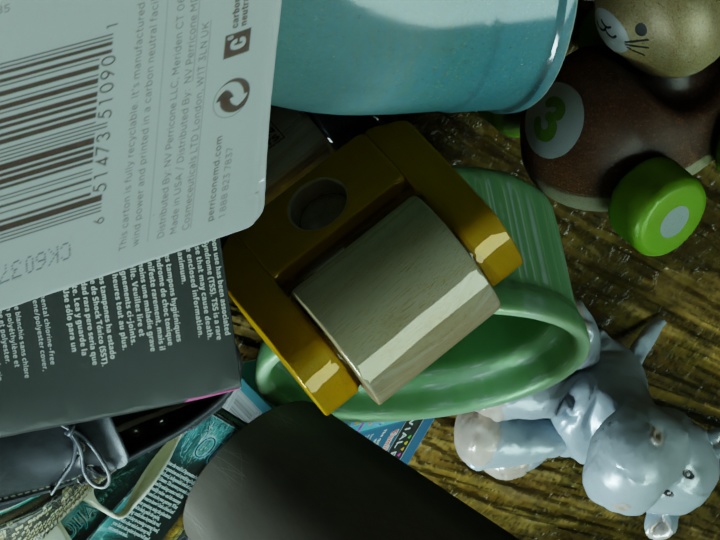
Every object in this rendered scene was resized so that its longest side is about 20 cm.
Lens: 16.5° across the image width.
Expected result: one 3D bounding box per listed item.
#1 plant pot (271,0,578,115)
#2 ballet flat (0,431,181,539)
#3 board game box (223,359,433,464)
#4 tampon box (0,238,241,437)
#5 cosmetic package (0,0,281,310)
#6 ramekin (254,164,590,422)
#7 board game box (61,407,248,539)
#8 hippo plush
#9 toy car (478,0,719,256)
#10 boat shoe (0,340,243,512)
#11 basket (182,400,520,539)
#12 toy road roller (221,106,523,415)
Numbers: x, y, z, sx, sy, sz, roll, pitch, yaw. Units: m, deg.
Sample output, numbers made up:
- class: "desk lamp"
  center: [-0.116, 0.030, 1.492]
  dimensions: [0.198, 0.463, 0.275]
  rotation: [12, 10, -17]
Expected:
- class: "plant pot"
  center: [-0.023, -0.161, 1.175]
  dimensions: [0.188, 0.200, 0.200]
  rotation: [-10, 141, -21]
- class: "ballet flat"
  center: [-0.158, 0.116, 1.376]
  dimensions: [0.200, 0.068, 0.075]
  rotation: [-39, 118, -16]
- class: "board game box"
  center: [-0.037, 0.119, 1.649]
  dimensions: [0.200, 0.047, 0.151]
  rotation: [-10, 136, -50]
- class: "tampon box"
  center: [-0.179, 0.009, 1.167]
  dimensions: [0.200, 0.150, 0.127]
  rotation: [-10, 96, -22]
- class: "cosmetic package"
  center: [-0.155, -0.113, 1.044]
  dimensions: [0.165, 0.200, 0.165]
  rotation: [-19, 136, -32]
- class: "ramekin"
  center: [0.032, 0.014, 1.482]
  dimensions: [0.199, 0.098, 0.200]
  rotation: [-6, 159, -2]
- class: "board game box"
  center: [-0.105, 0.149, 1.510]
  dimensions: [0.135, 0.028, 0.200]
  rotation: [-48, 152, 0]
- class: "hippo plush"
  center: [0.175, 0.129, 1.813]
  dimensions: [0.159, 0.161, 0.200]
  rotation: [-50, 149, 15]
- class: "toy car"
  center: [0.163, -0.143, 1.447]
  dimensions: [0.158, 0.164, 0.200]
  rotation: [-28, 139, -21]
- class: "boat shoe"
  center: [-0.150, 0.077, 1.308]
  dimensions: [0.200, 0.062, 0.075]
  rotation: [-24, 107, -17]
- class: "basket"
  center: [0.001, 0.180, 1.453]
  dimensions: [0.180, 0.200, 0.136]
  rotation: [-48, 152, 3]
- class: "toy road roller"
  center: [0.000, 0.000, 1.270]
  dimensions: [0.123, 0.200, 0.146]
  rotation: [-38, 137, -4]
